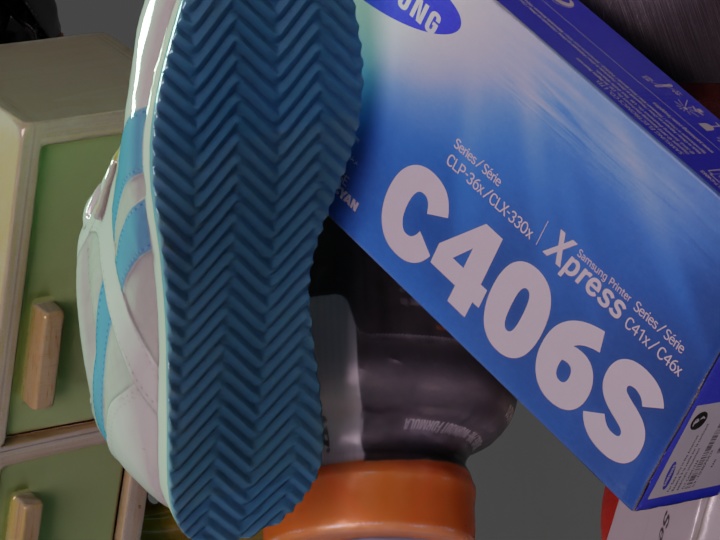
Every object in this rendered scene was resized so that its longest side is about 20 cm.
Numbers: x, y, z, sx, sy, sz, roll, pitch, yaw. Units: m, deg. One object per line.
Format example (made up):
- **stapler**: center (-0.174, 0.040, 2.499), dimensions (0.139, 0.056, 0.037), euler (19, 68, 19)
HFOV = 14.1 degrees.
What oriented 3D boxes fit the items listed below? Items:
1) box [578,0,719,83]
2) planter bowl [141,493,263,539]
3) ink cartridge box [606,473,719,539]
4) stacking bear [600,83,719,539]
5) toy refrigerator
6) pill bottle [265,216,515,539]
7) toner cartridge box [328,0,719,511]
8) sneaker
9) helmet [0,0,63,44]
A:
- **box**: center (0.078, -0.136, 0.876), dimensions (0.199, 0.048, 0.159), euler (7, 124, 51)
- **planter bowl**: center (-0.067, 0.041, 1.102), dimensions (0.199, 0.083, 0.202), euler (5, 101, 26)
- **ink cartridge box**: center (0.192, 0.056, 0.913), dimensions (0.199, 0.084, 0.147), euler (12, 106, -13)
- **stacking bear**: center (0.117, 0.022, 0.991), dimensions (0.113, 0.121, 0.201), euler (4, 103, 41)
- **toy refrigerator**: center (-0.112, 0.026, 1.010), dimensions (0.070, 0.076, 0.201), euler (34, 123, 42)
- **pill bottle**: center (0.000, 0.000, 1.003), dimensions (0.106, 0.106, 0.201), euler (-12, 70, 28)
- **toner cartridge box**: center (0.049, -0.028, 0.870), dimensions (0.200, 0.043, 0.095), euler (44, 121, 33)
- **sneaker**: center (-0.052, -0.020, 0.891), dimensions (0.081, 0.076, 0.201), euler (34, 123, 49)
- **helmet**: center (-0.213, -0.071, 1.090), dimensions (0.189, 0.200, 0.201), euler (0, 99, 17)
